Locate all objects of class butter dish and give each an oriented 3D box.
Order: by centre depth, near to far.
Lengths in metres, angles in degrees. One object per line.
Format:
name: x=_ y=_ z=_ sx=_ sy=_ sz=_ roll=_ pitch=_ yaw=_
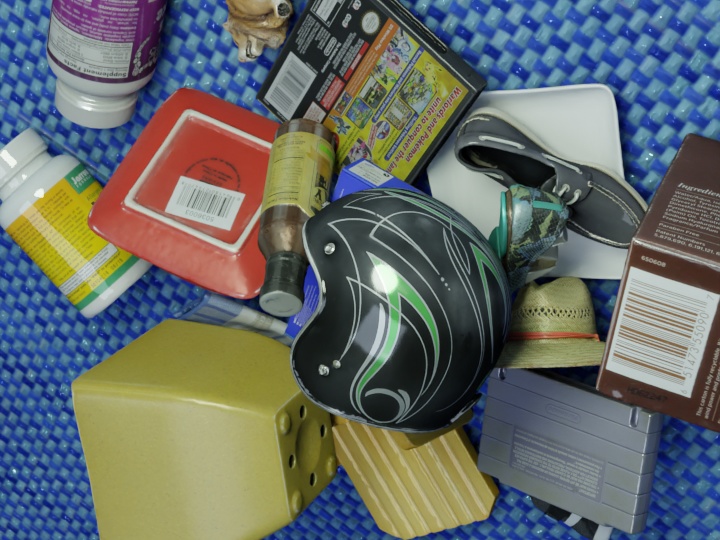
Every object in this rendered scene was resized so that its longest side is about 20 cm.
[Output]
butter dish: x=-0.146 y=-0.054 z=1.505 sx=0.200 sy=0.200 sz=0.148 roll=24 pitch=152 yaw=12

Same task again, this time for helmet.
helmet: x=0.035 y=0.026 z=1.300 sx=0.200 sy=0.200 sz=0.191 roll=21 pitch=108 yaw=14

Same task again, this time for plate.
plate: x=0.159 y=-0.086 z=1.392 sx=0.200 sy=0.032 sz=0.200 roll=1 pitch=120 yaw=28

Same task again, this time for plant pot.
plant pot: x=-0.137 y=0.168 z=1.463 sx=0.200 sy=0.194 sz=0.196 roll=-1 pitch=107 yaw=25

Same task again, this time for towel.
towel: x=-0.095 y=0.080 z=1.568 sx=0.200 sy=0.024 sz=0.147 roll=24 pitch=160 yaw=-16

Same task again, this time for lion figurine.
lion figurine: x=-0.122 y=-0.279 z=1.354 sx=0.122 sy=0.073 sz=0.200 roll=13 pitch=148 yaw=52

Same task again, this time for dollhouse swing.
dollhouse swing: x=0.020 y=0.223 z=1.593 sx=0.200 sy=0.182 sz=0.176 roll=-22 pitch=88 yaw=36

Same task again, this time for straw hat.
straw hat: x=0.183 y=0.049 z=1.407 sx=0.201 sy=0.201 sz=0.085 roll=-2 pitch=87 yaw=29

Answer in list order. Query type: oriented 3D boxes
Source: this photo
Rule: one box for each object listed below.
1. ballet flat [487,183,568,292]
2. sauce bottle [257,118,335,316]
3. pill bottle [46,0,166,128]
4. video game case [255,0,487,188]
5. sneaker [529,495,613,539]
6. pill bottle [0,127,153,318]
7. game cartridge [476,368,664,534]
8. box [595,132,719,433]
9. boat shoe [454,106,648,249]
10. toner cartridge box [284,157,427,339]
ballet flat: x=0.152 y=-0.021 z=1.339 sx=0.074 sy=0.074 sz=0.200 roll=30 pitch=167 yaw=7
sauce bottle: x=-0.062 y=-0.049 z=1.376 sx=0.065 sy=0.200 sz=0.065 roll=4 pitch=146 yaw=3
pill bottle: x=-0.251 y=-0.244 z=1.455 sx=0.112 sy=0.112 sz=0.200 roll=26 pitch=130 yaw=11
video game case: x=0.005 y=-0.170 z=1.395 sx=0.181 sy=0.025 sz=0.200 roll=44 pitch=137 yaw=7
sneaker: x=0.226 y=0.195 z=1.517 sx=0.112 sy=0.073 sz=0.200 roll=20 pitch=129 yaw=14
pill bottle: x=-0.325 y=-0.055 z=1.621 sx=0.200 sy=0.113 sz=0.113 roll=49 pitch=130 yaw=-8
game cartridge: x=0.207 y=0.173 z=1.475 sx=0.200 sy=0.038 sz=0.130 roll=19 pitch=111 yaw=42
box: x=0.318 y=0.014 z=1.264 sx=0.164 sy=0.200 sz=0.166 roll=18 pitch=128 yaw=16
boat shoe: x=0.171 y=-0.072 z=1.333 sx=0.200 sy=0.063 sz=0.073 roll=33 pitch=127 yaw=4
toner cartridge box: x=0.000 y=0.000 z=1.439 sx=0.095 sy=0.043 sz=0.200 roll=32 pitch=122 yaw=18
